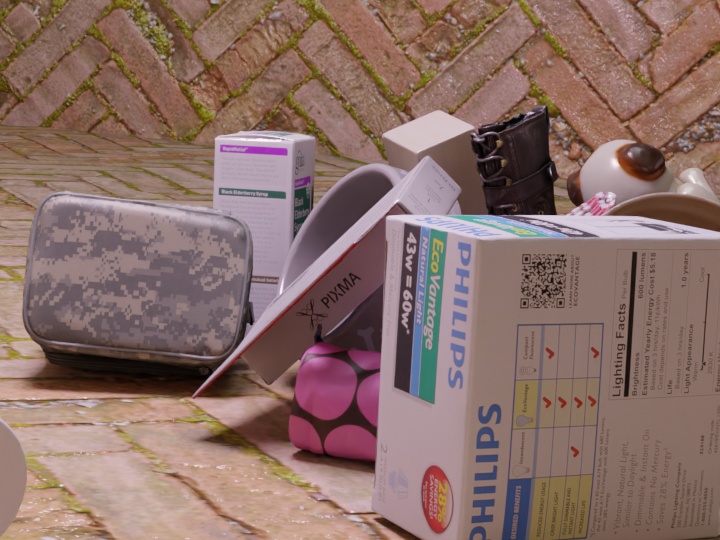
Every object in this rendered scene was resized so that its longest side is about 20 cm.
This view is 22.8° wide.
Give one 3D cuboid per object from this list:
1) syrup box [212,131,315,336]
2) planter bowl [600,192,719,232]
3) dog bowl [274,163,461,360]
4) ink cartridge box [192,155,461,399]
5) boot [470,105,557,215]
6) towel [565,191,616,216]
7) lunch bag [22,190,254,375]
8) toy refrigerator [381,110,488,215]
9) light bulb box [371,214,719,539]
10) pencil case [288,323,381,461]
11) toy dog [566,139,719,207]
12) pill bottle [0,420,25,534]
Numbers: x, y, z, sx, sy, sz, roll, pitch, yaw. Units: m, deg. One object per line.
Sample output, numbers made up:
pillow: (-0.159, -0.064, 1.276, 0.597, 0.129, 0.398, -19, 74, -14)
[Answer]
syrup box: (-0.091, -0.028, 1.674, 0.080, 0.202, 0.079, 5, 8, 12)
planter bowl: (0.219, 0.060, 1.347, 0.198, 0.202, 0.135, 1, -19, -15)
dog bowl: (0.000, 0.000, 1.515, 0.058, 0.202, 0.200, 29, -4, -28)
ink cartridge box: (-0.023, 0.017, 1.354, 0.045, 0.200, 0.176, 44, 31, -5)
boot: (0.118, -0.035, 1.487, 0.069, 0.176, 0.200, -3, 21, 33)
towel: (0.138, 0.036, 1.388, 0.030, 0.148, 0.200, 27, 37, 25)
lunch bag: (-0.187, 0.020, 1.545, 0.198, 0.141, 0.168, 5, -8, -4)
toy refrigerator: (0.087, -0.037, 1.629, 0.069, 0.202, 0.076, -24, 24, -16)
light bulb box: (0.122, 0.068, 1.138, 0.198, 0.201, 0.125, 0, 7, -27)
pencil case: (0.050, 0.098, 1.289, 0.198, 0.092, 0.094, 9, 10, 21)
toy dog: (0.298, -0.041, 1.874, 0.193, 0.201, 0.139, -33, 6, -40)
pill bottle: (-0.273, 0.099, 1.031, 0.108, 0.110, 0.199, -3, 10, -36)
